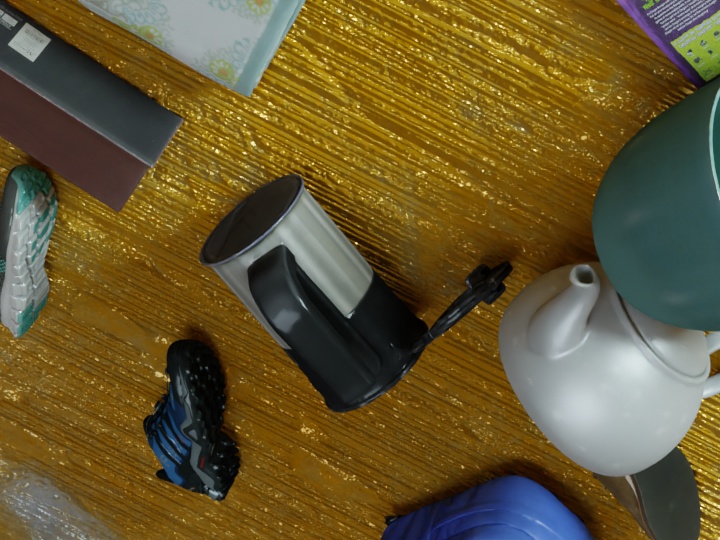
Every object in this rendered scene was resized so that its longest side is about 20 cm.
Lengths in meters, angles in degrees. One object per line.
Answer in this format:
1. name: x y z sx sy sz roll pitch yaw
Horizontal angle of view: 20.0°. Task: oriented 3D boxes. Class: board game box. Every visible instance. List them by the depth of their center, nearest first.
1. board game box: 0.296 -0.225 1.520 0.120 0.032 0.200 42 130 -20

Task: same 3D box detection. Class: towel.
1. towel: -0.125 -0.251 1.657 0.171 0.048 0.200 31 133 -1

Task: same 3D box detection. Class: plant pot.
1. plant pot: 0.278 -0.042 1.575 0.201 0.201 0.161 46 140 -18

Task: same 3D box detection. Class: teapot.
1. teapot: 0.224 0.066 1.698 0.146 0.200 0.197 -39 95 27

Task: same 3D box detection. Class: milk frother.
1. milk frother: 0.000 0.000 1.776 0.200 0.180 0.188 -42 111 -4

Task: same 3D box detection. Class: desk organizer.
1. desk organizer: -0.267 -0.144 1.786 0.200 0.072 0.077 33 135 -7

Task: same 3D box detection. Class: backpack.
1. backpack: 0.125 0.305 1.943 0.200 0.168 0.162 -32 118 34

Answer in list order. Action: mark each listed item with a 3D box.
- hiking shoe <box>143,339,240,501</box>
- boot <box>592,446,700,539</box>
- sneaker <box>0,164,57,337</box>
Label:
1. hiking shoe: -0.177 0.148 1.991 0.087 0.074 0.200 6 130 16
2. boot: 0.247 0.182 1.867 0.075 0.074 0.200 -5 124 49
3. sneaker: -0.342 -0.023 1.918 0.091 0.078 0.200 23 131 8
